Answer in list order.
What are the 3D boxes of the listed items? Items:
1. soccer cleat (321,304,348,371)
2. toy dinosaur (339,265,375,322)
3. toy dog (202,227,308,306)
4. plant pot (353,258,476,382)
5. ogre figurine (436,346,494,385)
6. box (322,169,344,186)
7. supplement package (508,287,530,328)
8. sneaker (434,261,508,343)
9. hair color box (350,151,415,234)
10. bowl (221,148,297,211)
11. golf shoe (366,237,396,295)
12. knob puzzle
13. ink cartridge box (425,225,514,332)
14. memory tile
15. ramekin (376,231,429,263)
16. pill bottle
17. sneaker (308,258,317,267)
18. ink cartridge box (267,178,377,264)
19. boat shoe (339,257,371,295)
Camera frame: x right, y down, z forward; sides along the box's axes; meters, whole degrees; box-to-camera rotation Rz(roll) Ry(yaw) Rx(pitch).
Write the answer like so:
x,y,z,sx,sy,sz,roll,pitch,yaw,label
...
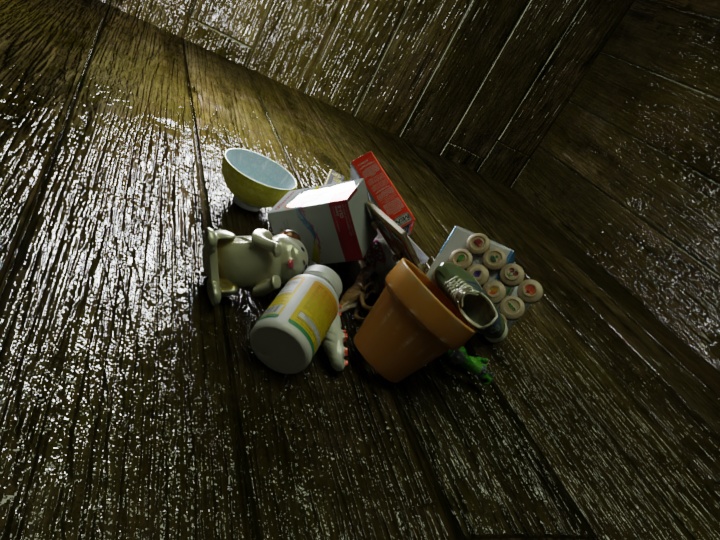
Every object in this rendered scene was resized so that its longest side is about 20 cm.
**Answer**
x,y,z,sx,sy,sz,roll,pitch,yaw,label
-0.069,0.118,1.026,0.077,0.070,0.201,-6,40,-7,soccer cleat
-0.021,0.070,1.168,0.106,0.061,0.200,38,51,8,toy dinosaur
-0.198,-0.012,1.014,0.198,0.141,0.194,-5,0,-22,toy dog
0.092,0.111,1.028,0.200,0.183,0.200,42,10,-9,plant pot
0.217,0.174,1.205,0.120,0.098,0.201,33,33,-42,ogre figurine
-0.102,-0.165,1.396,0.049,0.160,0.200,26,25,-9,box
0.330,0.059,1.389,0.191,0.147,0.200,43,2,27,supplement package
0.208,0.048,1.014,0.201,0.067,0.090,53,7,29,sneaker
0.050,-0.172,1.252,0.201,0.061,0.102,59,-8,11,hair color box
-0.276,-0.219,1.362,0.199,0.108,0.201,25,25,-12,bowl
0.083,0.012,1.281,0.091,0.075,0.202,-15,87,-45,golf shoe
0.081,-0.044,1.173,0.220,0.030,0.220,54,-5,7,knob puzzle
0.255,0.029,1.196,0.145,0.147,0.200,27,-14,26,ink cartridge box
0.256,0.026,1.073,0.200,0.153,0.017,48,-4,28,memory tile
0.082,-0.067,1.420,0.200,0.105,0.200,45,7,-7,ramekin
-0.105,0.078,0.940,0.112,0.113,0.200,30,39,0,pill bottle
-0.166,0.005,1.131,0.198,0.076,0.080,24,38,0,sneaker
-0.083,-0.107,1.199,0.198,0.146,0.146,-7,26,20,ink cartridge box
0.000,0.000,1.302,0.067,0.072,0.201,19,27,-26,boat shoe
